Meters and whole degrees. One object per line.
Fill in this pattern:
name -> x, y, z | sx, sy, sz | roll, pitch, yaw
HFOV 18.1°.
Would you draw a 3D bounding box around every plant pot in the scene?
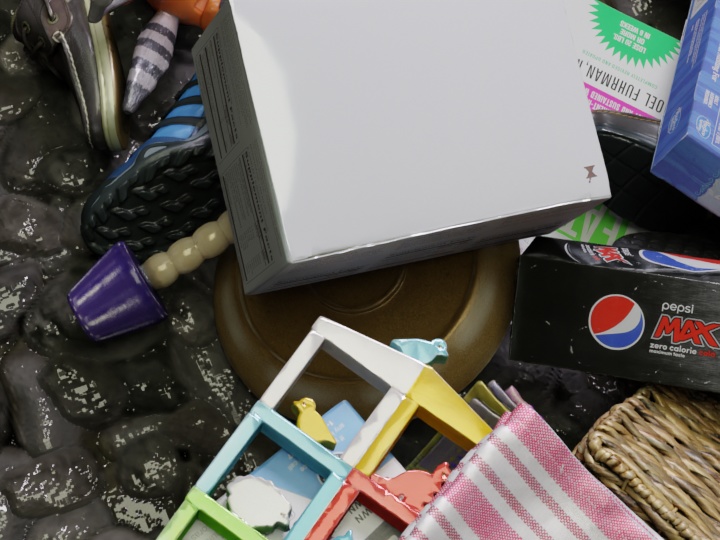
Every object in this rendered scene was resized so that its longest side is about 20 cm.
plant pot -> 0.000, 0.000, 1.401 | 0.198, 0.028, 0.202 | -6, 65, 12

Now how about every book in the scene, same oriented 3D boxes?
book -> 0.145, -0.076, 1.479 | 0.133, 0.048, 0.201 | 25, 67, -3

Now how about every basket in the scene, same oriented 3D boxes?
basket -> 0.196, 0.183, 1.368 | 0.200, 0.149, 0.143 | 43, 36, 11

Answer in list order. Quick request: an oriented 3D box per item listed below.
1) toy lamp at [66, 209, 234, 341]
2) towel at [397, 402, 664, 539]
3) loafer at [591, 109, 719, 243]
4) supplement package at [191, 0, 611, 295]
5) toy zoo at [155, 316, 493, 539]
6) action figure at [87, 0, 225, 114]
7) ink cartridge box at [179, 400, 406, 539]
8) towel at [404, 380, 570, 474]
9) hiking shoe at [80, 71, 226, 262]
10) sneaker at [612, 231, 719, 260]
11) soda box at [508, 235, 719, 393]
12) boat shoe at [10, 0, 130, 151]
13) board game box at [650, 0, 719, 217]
toy lamp -> -0.088, -0.022, 1.390 | 0.199, 0.058, 0.058 | -31, 74, -3
towel -> 0.076, 0.188, 1.200 | 0.146, 0.030, 0.200 | 43, 68, -3
loafer -> 0.214, -0.065, 1.444 | 0.199, 0.073, 0.073 | 21, 51, -28
supplement package -> 0.021, -0.088, 1.316 | 0.198, 0.111, 0.157 | -11, 83, -18
toy zoo -> -0.009, 0.115, 1.233 | 0.131, 0.020, 0.200 | 35, 68, 7
action figure -> -0.141, -0.194, 1.427 | 0.199, 0.105, 0.194 | 19, 31, -14
ink cartridge box -> -0.006, 0.211, 1.285 | 0.146, 0.146, 0.200 | -38, 77, -19
towel -> 0.100, 0.174, 1.324 | 0.200, 0.144, 0.023 | 50, 38, 9
hiking shoe -> -0.098, -0.081, 1.443 | 0.200, 0.075, 0.087 | -38, 31, -4
sneaker -> 0.244, 0.039, 1.418 | 0.198, 0.072, 0.083 | 19, 104, 0
soda box -> 0.192, 0.029, 1.351 | 0.198, 0.063, 0.071 | 9, 104, 12
boat shoe -> -0.193, -0.160, 1.460 | 0.064, 0.073, 0.201 | -13, 61, -5
board game box -> 0.288, -0.082, 1.429 | 0.198, 0.043, 0.201 | 33, 43, -11
